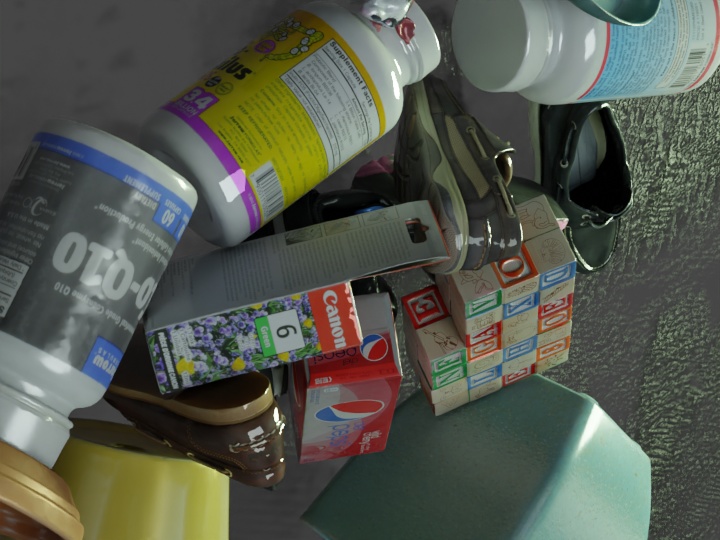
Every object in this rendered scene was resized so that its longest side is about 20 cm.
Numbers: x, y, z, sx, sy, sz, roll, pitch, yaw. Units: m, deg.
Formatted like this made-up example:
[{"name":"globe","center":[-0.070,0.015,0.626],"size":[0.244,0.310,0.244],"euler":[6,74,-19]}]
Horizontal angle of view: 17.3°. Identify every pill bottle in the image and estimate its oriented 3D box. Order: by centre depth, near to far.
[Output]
[{"name":"pill bottle","center":[-0.193,0.016,1.490],"size":[0.114,0.113,0.201],"euler":[36,76,-48]},{"name":"pill bottle","center":[-0.043,-0.111,1.584],"size":[0.200,0.104,0.105],"euler":[-38,135,-20]},{"name":"pill bottle","center":[0.167,-0.178,1.732],"size":[0.199,0.109,0.109],"euler":[-8,120,-39]}]

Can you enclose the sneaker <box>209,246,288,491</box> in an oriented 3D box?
[{"name":"sneaker","center":[-0.080,0.070,1.683],"size":[0.088,0.074,0.201],"euler":[-40,131,-23]}]

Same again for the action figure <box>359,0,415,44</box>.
[{"name":"action figure","center":[0.027,-0.237,1.499],"size":[0.149,0.133,0.201],"euler":[-75,177,-49]}]

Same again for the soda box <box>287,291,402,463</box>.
[{"name":"soda box","center":[-0.014,0.079,1.673],"size":[0.070,0.064,0.200],"euler":[-8,161,-5]}]

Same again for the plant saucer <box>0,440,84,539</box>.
[{"name":"plant saucer","center":[-0.260,0.119,1.467],"size":[0.200,0.200,0.038],"euler":[39,69,-48]}]

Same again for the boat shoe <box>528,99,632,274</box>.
[{"name":"boat shoe","center":[0.180,-0.068,1.843],"size":[0.074,0.066,0.200],"euler":[-30,132,-26]}]

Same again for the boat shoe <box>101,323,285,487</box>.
[{"name":"boat shoe","center":[-0.118,0.091,1.562],"size":[0.070,0.200,0.071],"euler":[-29,119,-24]}]

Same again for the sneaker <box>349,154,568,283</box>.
[{"name":"sneaker","center":[0.068,-0.023,1.764],"size":[0.199,0.080,0.087],"euler":[10,119,-39]}]

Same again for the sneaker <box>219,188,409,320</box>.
[{"name":"sneaker","center":[0.000,0.000,1.669],"size":[0.200,0.111,0.073],"euler":[27,51,-54]}]

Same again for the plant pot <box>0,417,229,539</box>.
[{"name":"plant pot","center":[-0.171,0.205,1.609],"size":[0.200,0.200,0.190],"euler":[8,94,-45]}]

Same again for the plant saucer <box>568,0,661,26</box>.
[{"name":"plant saucer","center":[0.143,-0.255,1.637],"size":[0.027,0.201,0.200],"euler":[-26,148,29]}]

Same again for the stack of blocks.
[{"name":"stack of blocks","center":[0.093,0.029,1.744],"size":[0.115,0.059,0.200],"euler":[-22,158,-7]}]

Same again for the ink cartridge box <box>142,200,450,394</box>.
[{"name":"ink cartridge box","center":[-0.041,0.015,1.539],"size":[0.199,0.109,0.051],"euler":[-14,113,-1]}]

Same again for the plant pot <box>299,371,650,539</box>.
[{"name":"plant pot","center":[0.114,0.185,1.855],"size":[0.200,0.196,0.196],"euler":[-57,138,-9]}]

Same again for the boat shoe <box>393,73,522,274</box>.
[{"name":"boat shoe","center":[0.069,-0.065,1.651],"size":[0.073,0.200,0.075],"euler":[5,130,-13]}]
